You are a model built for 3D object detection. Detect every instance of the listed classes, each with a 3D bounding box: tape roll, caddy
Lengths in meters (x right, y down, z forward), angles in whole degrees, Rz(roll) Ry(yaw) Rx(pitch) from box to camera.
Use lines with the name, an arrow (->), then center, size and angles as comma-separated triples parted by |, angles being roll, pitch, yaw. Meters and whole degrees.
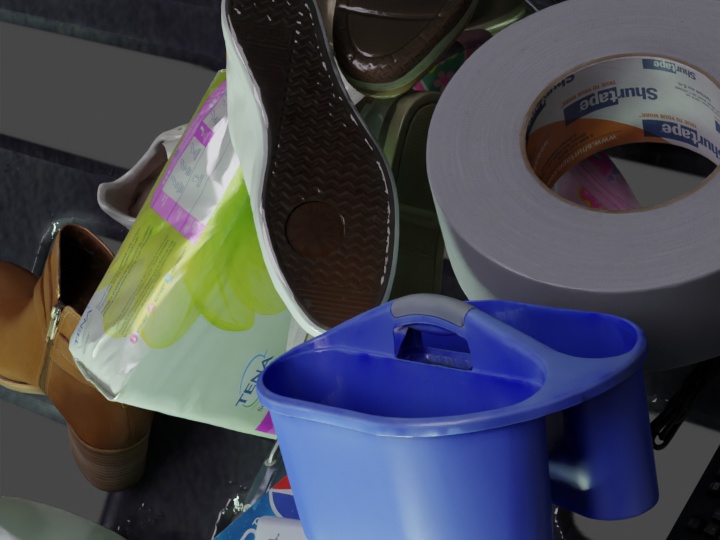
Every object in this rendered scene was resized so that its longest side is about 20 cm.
tape roll -> 0.135, -0.047, 1.193 | 0.199, 0.066, 0.201 | -7, 48, 8
caddy -> 0.043, 0.061, 1.085 | 0.200, 0.141, 0.105 | 7, 114, 53

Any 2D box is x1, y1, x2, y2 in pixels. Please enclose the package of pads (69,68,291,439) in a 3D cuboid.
package of pads -> -0.060, -0.005, 1.383 | 0.068, 0.154, 0.201 | 41, 106, 43

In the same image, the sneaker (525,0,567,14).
sneaker -> 0.121, -0.199, 1.311 | 0.113, 0.075, 0.201 | -22, 65, 20

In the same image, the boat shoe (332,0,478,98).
boat shoe -> 0.040, -0.161, 1.313 | 0.071, 0.076, 0.200 | 19, 57, 13

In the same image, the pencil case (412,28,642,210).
pencil case -> 0.097, -0.043, 1.294 | 0.088, 0.087, 0.200 | -51, 48, 19

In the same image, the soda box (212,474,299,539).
soda box -> 0.000, 0.132, 1.296 | 0.200, 0.068, 0.064 | -41, 49, -2

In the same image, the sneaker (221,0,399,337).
sneaker -> -0.025, -0.052, 1.247 | 0.085, 0.072, 0.201 | 100, 159, -69

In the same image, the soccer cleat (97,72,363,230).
soccer cleat -> -0.075, -0.070, 1.472 | 0.200, 0.077, 0.070 | -31, 57, 33

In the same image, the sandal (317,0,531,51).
sandal -> 0.043, -0.172, 1.404 | 0.199, 0.054, 0.081 | -13, 69, 35

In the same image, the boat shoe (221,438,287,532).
boat shoe -> -0.051, 0.163, 1.379 | 0.062, 0.075, 0.201 | 28, 96, 43

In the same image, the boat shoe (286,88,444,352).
boat shoe -> 0.000, 0.000, 1.285 | 0.068, 0.075, 0.201 | 13, 81, 54

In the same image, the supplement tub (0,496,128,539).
supplement tub -> -0.209, 0.252, 1.456 | 0.140, 0.140, 0.201 | 29, 98, 45

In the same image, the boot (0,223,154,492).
boot -> -0.186, 0.024, 1.502 | 0.200, 0.074, 0.155 | 46, 150, 30

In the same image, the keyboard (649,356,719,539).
keyboard -> 0.198, 0.057, 1.157 | 0.127, 0.021, 0.200 | 12, 61, 44

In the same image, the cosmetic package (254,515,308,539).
cosmetic package -> 0.077, 0.196, 1.157 | 0.199, 0.200, 0.124 | 2, 78, 44
